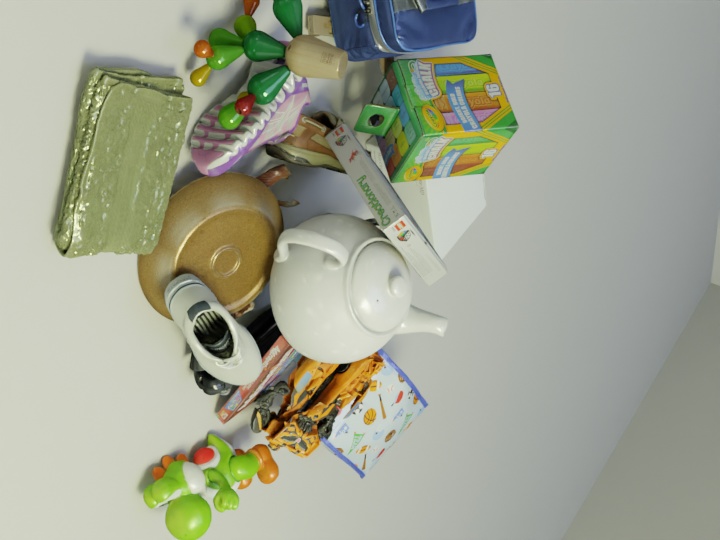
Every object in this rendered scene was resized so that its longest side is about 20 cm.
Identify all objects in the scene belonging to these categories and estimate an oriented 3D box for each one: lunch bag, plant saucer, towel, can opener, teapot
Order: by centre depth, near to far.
[{"bbox_3d":[-0.250,-0.112,1.056,0.148,0.036,0.203,-4,111,-58],"label":"towel"},{"bbox_3d":[-0.167,-0.017,1.191,0.198,0.035,0.203,-21,128,-29],"label":"plant saucer"},{"bbox_3d":[-0.007,0.019,1.215,0.199,0.145,0.200,-26,107,-43],"label":"teapot"},{"bbox_3d":[0.057,-0.346,1.271,0.199,0.131,0.138,-23,107,-45],"label":"lunch bag"},{"bbox_3d":[-0.149,0.102,1.325,0.199,0.063,0.079,-31,147,-48],"label":"can opener"},{"bbox_3d":[-0.004,0.206,1.552,0.170,0.123,0.200,-49,152,-7],"label":"lunch bag"}]

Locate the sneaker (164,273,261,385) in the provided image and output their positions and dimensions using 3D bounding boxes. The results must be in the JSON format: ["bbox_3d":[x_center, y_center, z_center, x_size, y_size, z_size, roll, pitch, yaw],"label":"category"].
[{"bbox_3d":[-0.169,0.089,1.184,0.073,0.071,0.201,-36,138,-3],"label":"sneaker"}]

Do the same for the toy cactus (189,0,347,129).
[{"bbox_3d":[-0.095,-0.250,1.095,0.102,0.163,0.203,59,48,-70],"label":"toy cactus"}]

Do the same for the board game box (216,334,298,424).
[{"bbox_3d":[-0.116,0.126,1.331,0.103,0.019,0.200,-34,168,-49],"label":"board game box"}]

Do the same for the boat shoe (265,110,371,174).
[{"bbox_3d":[-0.044,-0.172,1.319,0.199,0.075,0.075,1,105,-59],"label":"boat shoe"}]

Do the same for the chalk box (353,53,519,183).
[{"bbox_3d":[0.091,-0.205,1.363,0.197,0.126,0.125,-9,158,-23],"label":"chalk box"}]

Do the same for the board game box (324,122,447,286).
[{"bbox_3d":[0.031,-0.084,1.242,0.034,0.201,0.126,-36,136,6],"label":"board game box"}]

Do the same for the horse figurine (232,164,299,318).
[{"bbox_3d":[-0.132,-0.045,1.270,0.132,0.050,0.202,-30,138,-37],"label":"horse figurine"}]

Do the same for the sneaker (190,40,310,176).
[{"bbox_3d":[-0.120,-0.177,1.183,0.201,0.080,0.089,-54,147,-25],"label":"sneaker"}]

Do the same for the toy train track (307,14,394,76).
[{"bbox_3d":[-0.003,-0.318,1.328,0.198,0.032,0.117,-8,97,-48],"label":"toy train track"}]

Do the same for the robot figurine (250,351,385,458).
[{"bbox_3d":[-0.062,0.178,1.393,0.144,0.058,0.201,33,98,-38],"label":"robot figurine"}]

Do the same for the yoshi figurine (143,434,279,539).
[{"bbox_3d":[-0.200,0.300,1.329,0.199,0.111,0.114,-8,122,-53],"label":"yoshi figurine"}]

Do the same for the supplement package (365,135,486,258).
[{"bbox_3d":[0.107,-0.145,1.542,0.156,0.110,0.202,-48,143,-32],"label":"supplement package"}]

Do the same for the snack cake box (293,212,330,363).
[{"bbox_3d":[-0.050,0.035,1.443,0.115,0.067,0.202,-41,140,-40],"label":"snack cake box"}]

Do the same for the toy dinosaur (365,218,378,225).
[{"bbox_3d":[0.000,0.000,1.374,0.197,0.102,0.138,-12,107,-22],"label":"toy dinosaur"}]
